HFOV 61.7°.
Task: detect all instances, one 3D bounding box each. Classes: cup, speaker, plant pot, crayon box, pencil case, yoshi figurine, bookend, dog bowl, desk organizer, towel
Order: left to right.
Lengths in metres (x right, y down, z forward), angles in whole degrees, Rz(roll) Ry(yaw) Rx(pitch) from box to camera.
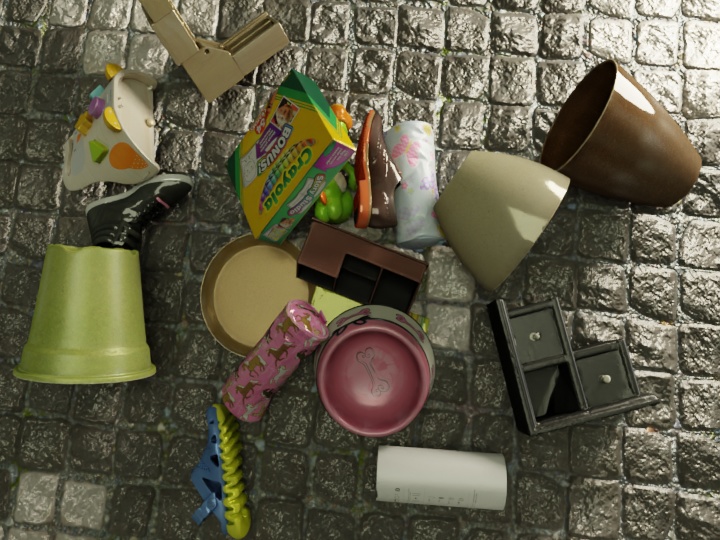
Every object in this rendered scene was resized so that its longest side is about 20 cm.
[{"bbox_3d":[-0.405,0.058,0.906,0.194,0.200,0.190,3,89,4],"label":"plant pot"},{"bbox_3d":[-0.165,0.041,0.994,0.194,0.028,0.206,-1,81,4],"label":"plant pot"},{"bbox_3d":[-0.130,0.138,0.920,0.082,0.087,0.201,37,109,-6],"label":"pencil case"},{"bbox_3d":[-0.116,-0.174,0.932,0.200,0.058,0.175,-47,51,25],"label":"crayon box"},{"bbox_3d":[-0.052,-0.162,0.997,0.110,0.112,0.206,13,63,-35],"label":"yoshi figurine"},{"bbox_3d":[0.000,0.000,0.949,0.195,0.072,0.079,21,68,1],"label":"desk organizer"},{"bbox_3d":[0.011,0.089,0.969,0.195,0.018,0.088,18,77,-2],"label":"towel"},{"bbox_3d":[0.020,0.158,0.917,0.194,0.074,0.207,0,98,3],"label":"dog bowl"},{"bbox_3d":[0.089,-0.136,0.975,0.088,0.083,0.206,-8,81,0],"label":"pencil case"},{"bbox_3d":[0.120,0.313,0.911,0.194,0.081,0.084,2,82,4],"label":"speaker"},{"bbox_3d":[0.193,-0.094,0.899,0.142,0.200,0.202,35,85,4],"label":"cup"},{"bbox_3d":[0.316,0.125,0.920,0.194,0.092,0.205,-13,81,1],"label":"bookend"},{"bbox_3d":[0.412,-0.187,0.930,0.196,0.187,0.191,26,84,-8],"label":"plant pot"}]

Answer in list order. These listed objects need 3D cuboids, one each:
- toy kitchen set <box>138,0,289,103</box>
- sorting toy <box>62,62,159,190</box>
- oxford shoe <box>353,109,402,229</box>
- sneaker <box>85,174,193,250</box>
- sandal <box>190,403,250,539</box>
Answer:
[{"bbox_3d":[-0.260,-0.435,1.007,0.179,0.202,0.164,-36,40,-3],"label":"toy kitchen set"},{"bbox_3d":[-0.429,-0.222,0.998,0.177,0.106,0.204,-28,56,23],"label":"sorting toy"},{"bbox_3d":[0.028,-0.156,0.942,0.070,0.071,0.206,6,70,-9],"label":"oxford shoe"},{"bbox_3d":[-0.358,-0.084,0.991,0.195,0.071,0.101,-19,64,7],"label":"sneaker"},{"bbox_3d":[-0.226,0.313,0.935,0.084,0.080,0.206,-8,80,6],"label":"sandal"}]
